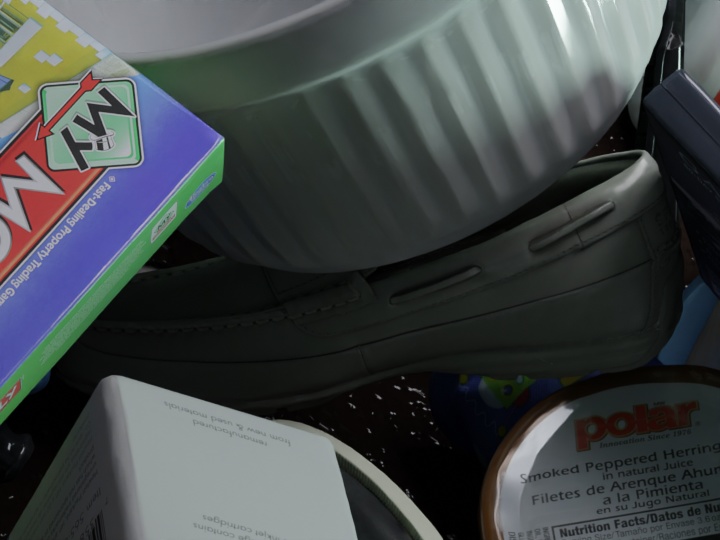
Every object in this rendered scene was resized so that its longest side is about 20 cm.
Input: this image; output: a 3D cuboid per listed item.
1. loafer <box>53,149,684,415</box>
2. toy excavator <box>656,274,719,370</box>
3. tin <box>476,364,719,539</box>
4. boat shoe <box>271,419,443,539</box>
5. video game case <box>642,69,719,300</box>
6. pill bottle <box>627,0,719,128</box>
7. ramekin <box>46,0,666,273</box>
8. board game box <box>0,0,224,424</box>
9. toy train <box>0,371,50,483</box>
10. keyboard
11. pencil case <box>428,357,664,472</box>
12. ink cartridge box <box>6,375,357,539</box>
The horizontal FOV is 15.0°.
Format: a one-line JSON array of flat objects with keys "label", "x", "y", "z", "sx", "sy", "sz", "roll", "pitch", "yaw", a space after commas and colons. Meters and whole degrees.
[{"label": "loafer", "x": 0.000, "y": 0.000, "z": 0.852, "sx": 0.199, "sy": 0.070, "sz": 0.070, "roll": -8, "pitch": 24, "yaw": 1}, {"label": "toy excavator", "x": 0.202, "y": 0.051, "z": 1.057, "sx": 0.194, "sy": 0.100, "sz": 0.200, "roll": 25, "pitch": 13, "yaw": -3}, {"label": "tin", "x": 0.095, "y": 0.113, "z": 0.794, "sx": 0.111, "sy": 0.042, "sz": 0.201, "roll": -7, "pitch": 50, "yaw": -2}, {"label": "boat shoe", "x": -0.007, "y": 0.112, "z": 0.741, "sx": 0.067, "sy": 0.072, "sz": 0.200, "roll": 14, "pitch": 34, "yaw": -40}, {"label": "video game case", "x": 0.148, "y": 0.023, "z": 0.840, "sx": 0.143, "sy": 0.019, "sz": 0.200, "roll": 49, "pitch": -2, "yaw": 19}, {"label": "pill bottle", "x": 0.230, "y": -0.070, "z": 1.254, "sx": 0.199, "sy": 0.113, "sz": 0.113, "roll": 28, "pitch": 27, "yaw": -9}, {"label": "ramekin", "x": -0.002, "y": -0.091, "z": 0.816, "sx": 0.105, "sy": 0.199, "sz": 0.201, "roll": 59, "pitch": 8, "yaw": -37}, {"label": "board game box", "x": -0.147, "y": 0.002, "z": 0.686, "sx": 0.134, "sy": 0.029, "sz": 0.200, "roll": 36, "pitch": 68, "yaw": 10}, {"label": "toy train", "x": -0.134, "y": -0.007, "z": 0.794, "sx": 0.114, "sy": 0.087, "sz": 0.200, "roll": 33, "pitch": 26, "yaw": -14}, {"label": "keyboard", "x": 0.106, "y": -0.042, "z": 0.980, "sx": 0.020, "sy": 0.128, "sz": 0.200, "roll": 1, "pitch": 13, "yaw": 8}, {"label": "pencil case", "x": 0.103, "y": 0.090, "z": 0.888, "sx": 0.087, "sy": 0.078, "sz": 0.200, "roll": 31, "pitch": 18, "yaw": -52}, {"label": "ink cartridge box", "x": -0.043, "y": 0.134, "z": 0.618, "sx": 0.068, "sy": 0.115, "sz": 0.200, "roll": 19, "pitch": 30, "yaw": -24}]
